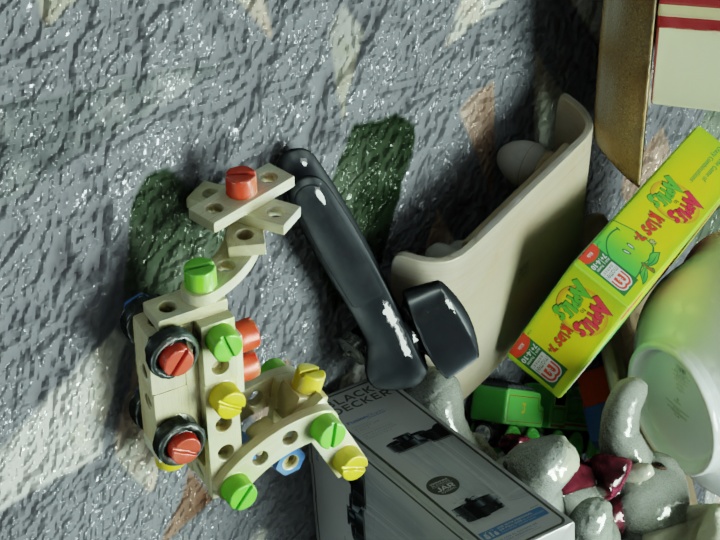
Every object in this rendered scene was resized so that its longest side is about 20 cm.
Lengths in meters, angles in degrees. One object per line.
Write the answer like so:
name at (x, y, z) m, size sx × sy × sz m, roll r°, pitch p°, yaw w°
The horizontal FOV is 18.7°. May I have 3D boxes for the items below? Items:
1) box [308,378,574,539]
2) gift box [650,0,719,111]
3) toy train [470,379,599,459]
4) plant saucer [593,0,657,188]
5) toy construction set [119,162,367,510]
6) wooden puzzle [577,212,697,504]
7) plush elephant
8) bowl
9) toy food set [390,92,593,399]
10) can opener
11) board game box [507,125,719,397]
box at (0.046, 0.160, 1.332) m, size 0.060 × 0.200 × 0.117 m, roll -22°, pitch 124°, yaw -27°
gift box at (0.307, -0.188, 1.513) m, size 0.200 × 0.186 × 0.185 m, roll -60°, pitch 154°, yaw -60°
toy train at (0.138, 0.110, 1.597) m, size 0.200 × 0.042 × 0.057 m, roll 10°, pitch 86°, yaw -57°
plant saucer at (0.181, -0.157, 1.473) m, size 0.200 × 0.035 × 0.201 m, roll 5°, pitch 90°, yaw -83°
toy construction set at (-0.066, 0.045, 1.214) m, size 0.131 × 0.092 × 0.201 m, roll -19°, pitch 116°, yaw -22°
wooden puzzle at (0.194, 0.083, 1.605) m, size 0.185 × 0.046 × 0.201 m, roll 44°, pitch 37°, yaw -57°
plush elephant at (0.146, 0.141, 1.392) m, size 0.154 × 0.165 × 0.201 m, roll -26°, pitch 112°, yaw -23°
bowl at (0.245, 0.080, 1.480) m, size 0.090 × 0.201 × 0.202 m, roll -21°, pitch 125°, yaw -25°
toy food set at (0.084, -0.011, 1.452) m, size 0.200 × 0.060 × 0.144 m, roll -42°, pitch 149°, yaw -35°
can opener at (0.000, 0.000, 1.321) m, size 0.078 × 0.063 × 0.200 m, roll -36°, pitch 127°, yaw -1°
board game box at (0.183, -0.008, 1.481) m, size 0.200 × 0.048 × 0.102 m, roll -44°, pitch 169°, yaw -45°
